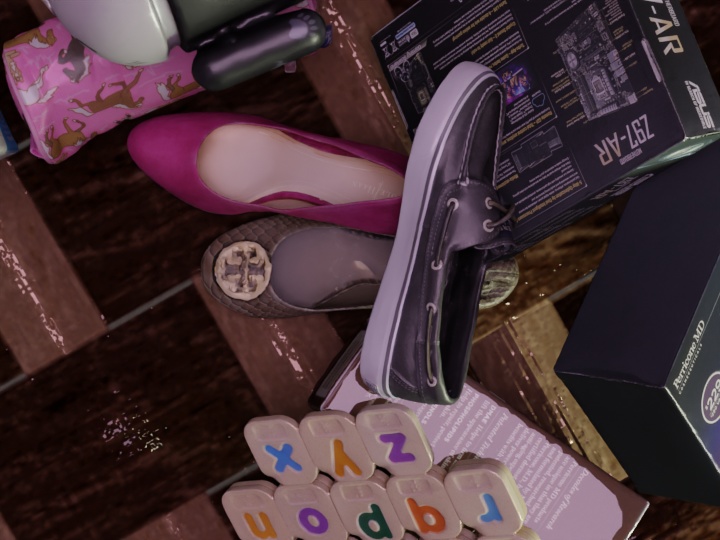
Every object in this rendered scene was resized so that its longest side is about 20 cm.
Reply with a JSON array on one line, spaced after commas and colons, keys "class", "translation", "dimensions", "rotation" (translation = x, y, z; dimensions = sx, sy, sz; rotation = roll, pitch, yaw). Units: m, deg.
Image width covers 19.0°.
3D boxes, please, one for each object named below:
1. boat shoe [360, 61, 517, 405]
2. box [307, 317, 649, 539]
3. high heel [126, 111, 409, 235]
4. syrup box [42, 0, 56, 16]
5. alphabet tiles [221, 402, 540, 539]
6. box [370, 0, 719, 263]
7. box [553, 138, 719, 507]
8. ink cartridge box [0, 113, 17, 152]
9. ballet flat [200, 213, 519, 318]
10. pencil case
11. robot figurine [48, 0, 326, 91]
[{"class": "boat shoe", "translation": [0.058, -0.018, 1.232], "dimensions": [0.066, 0.070, 0.200], "rotation": [17, 88, 28]}, {"class": "box", "translation": [0.070, 0.112, 1.323], "dimensions": [0.200, 0.100, 0.075], "rotation": [37, 85, -4]}, {"class": "high heel", "translation": [-0.052, -0.062, 1.300], "dimensions": [0.200, 0.096, 0.067], "rotation": [20, 82, 9]}, {"class": "syrup box", "translation": [-0.132, -0.247, 1.305], "dimensions": [0.200, 0.081, 0.079], "rotation": [-39, 92, 1]}, {"class": "alphabet tiles", "translation": [0.015, 0.161, 1.302], "dimensions": [0.200, 0.015, 0.196], "rotation": [-9, 119, 31]}, {"class": "box", "translation": [0.106, -0.111, 1.260], "dimensions": [0.044, 0.200, 0.160], "rotation": [-12, 76, -42]}, {"class": "box", "translation": [0.206, 0.018, 1.266], "dimensions": [0.141, 0.079, 0.200], "rotation": [50, 57, -42]}, {"class": "ink cartridge box", "translation": [-0.283, -0.148, 1.280], "dimensions": [0.067, 0.116, 0.200], "rotation": [-25, 93, 0]}, {"class": "ballet flat", "translation": [0.000, 0.000, 1.342], "dimensions": [0.200, 0.046, 0.067], "rotation": [3, 92, -3]}, {"class": "pencil case", "translation": [-0.120, -0.137, 1.312], "dimensions": [0.200, 0.083, 0.087], "rotation": [-22, 94, -2]}, {"class": "robot figurine", "translation": [-0.086, -0.195, 1.217], "dimensions": [0.200, 0.150, 0.125], "rotation": [-26, 130, -7]}]
